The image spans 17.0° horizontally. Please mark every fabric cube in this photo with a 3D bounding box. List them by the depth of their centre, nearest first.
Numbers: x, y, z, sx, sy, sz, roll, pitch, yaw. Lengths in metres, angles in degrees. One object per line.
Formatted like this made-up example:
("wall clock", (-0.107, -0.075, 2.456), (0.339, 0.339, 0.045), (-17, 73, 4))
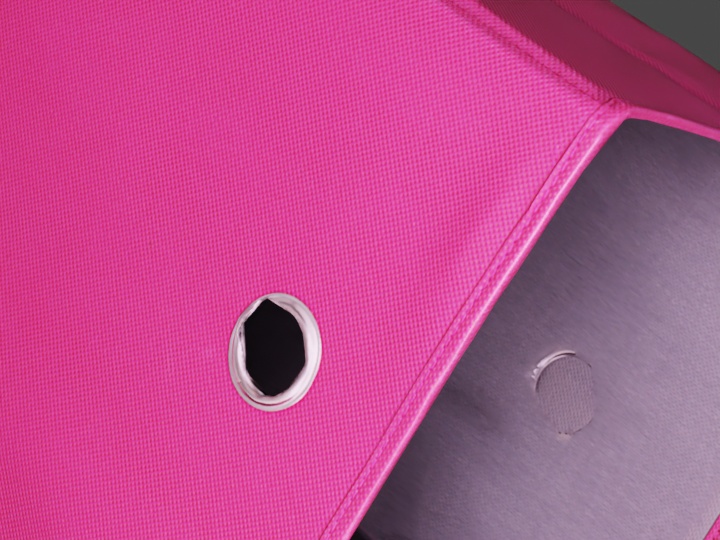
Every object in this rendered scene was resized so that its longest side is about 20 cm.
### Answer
("fabric cube", (0.000, 0.000, 0.676), (0.199, 0.200, 0.196), (40, 106, 31))

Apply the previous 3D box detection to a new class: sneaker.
("sneaker", (0.120, 0.058, 0.772), (0.199, 0.076, 0.115), (16, 107, 13))
